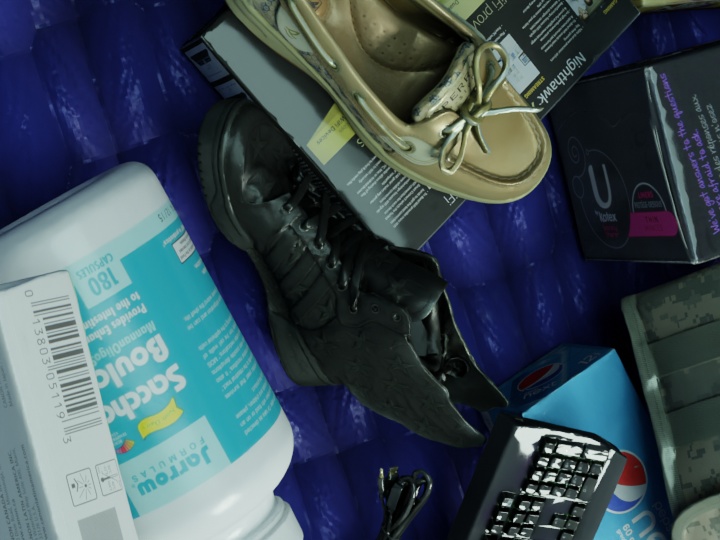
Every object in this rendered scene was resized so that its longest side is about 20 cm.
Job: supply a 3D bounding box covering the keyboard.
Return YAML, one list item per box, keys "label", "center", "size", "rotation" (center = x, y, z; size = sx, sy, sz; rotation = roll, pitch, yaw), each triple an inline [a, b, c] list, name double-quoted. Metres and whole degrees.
- label: "keyboard"
  center: [0.052, 0.164, 0.746]
  size: [0.125, 0.021, 0.202]
  rotation: [13, 111, -15]

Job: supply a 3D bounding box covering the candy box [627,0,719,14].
- label: "candy box"
  center: [0.185, -0.250, 0.811]
  size: [0.115, 0.056, 0.203]
  rotation: [-7, 94, -18]

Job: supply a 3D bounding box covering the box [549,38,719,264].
- label: "box"
  center: [0.222, -0.079, 0.790]
  size: [0.197, 0.122, 0.108]
  rotation: [-17, 96, -17]

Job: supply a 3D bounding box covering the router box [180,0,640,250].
- label: "router box"
  center: [0.029, -0.127, 0.759]
  size: [0.200, 0.052, 0.158]
  rotation: [-45, 105, -13]

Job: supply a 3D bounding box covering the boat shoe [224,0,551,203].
- label: "boat shoe"
  center: [0.019, -0.099, 0.694]
  size: [0.199, 0.063, 0.074]
  rotation: [33, 80, -18]

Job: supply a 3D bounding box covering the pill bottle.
- label: "pill bottle"
  center: [-0.103, 0.059, 0.686]
  size: [0.110, 0.111, 0.202]
  rotation: [-31, 100, -16]

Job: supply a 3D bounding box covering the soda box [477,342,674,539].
- label: "soda box"
  center: [0.146, 0.144, 0.799]
  size: [0.067, 0.064, 0.202]
  rotation: [-31, 101, -16]

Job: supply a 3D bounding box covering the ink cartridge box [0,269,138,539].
- label: "ink cartridge box"
  center: [-0.186, 0.102, 0.634]
  size: [0.050, 0.198, 0.163]
  rotation: [-14, 88, -52]

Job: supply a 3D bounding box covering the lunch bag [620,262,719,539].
- label: "lunch bag"
  center: [0.242, 0.089, 0.736]
  size: [0.117, 0.163, 0.203]
  rotation: [14, 60, -53]

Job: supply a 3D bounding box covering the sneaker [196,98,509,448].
- label: "sneaker"
  center: [-0.001, 0.002, 0.708]
  size: [0.060, 0.103, 0.202]
  rotation: [-55, 136, -44]
